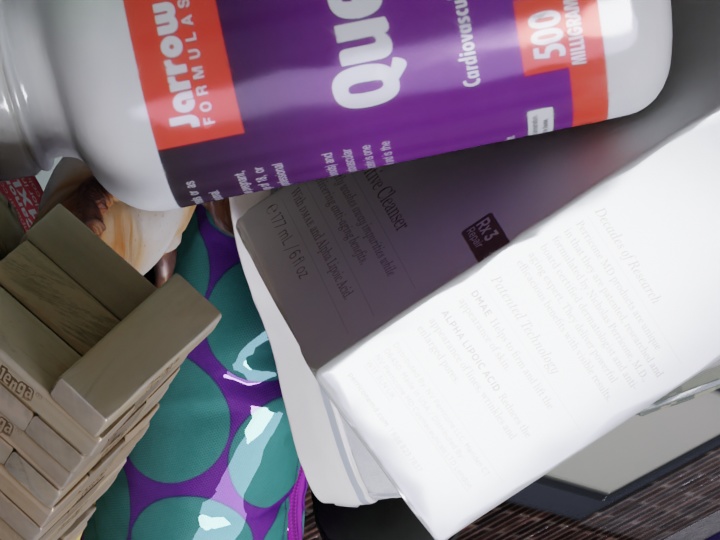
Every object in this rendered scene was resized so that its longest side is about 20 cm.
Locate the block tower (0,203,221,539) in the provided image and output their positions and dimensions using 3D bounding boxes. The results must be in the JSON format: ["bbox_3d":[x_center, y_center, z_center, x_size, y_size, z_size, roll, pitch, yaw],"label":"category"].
[{"bbox_3d":[-0.107,0.061,0.802,0.054,0.058,0.200,-46,175,-41],"label":"block tower"}]

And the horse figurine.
[{"bbox_3d":[-0.078,-0.005,0.895,0.050,0.200,0.133,16,125,9],"label":"horse figurine"}]

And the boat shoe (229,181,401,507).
[{"bbox_3d":[0.000,0.000,0.943,0.068,0.072,0.201,-7,122,9],"label":"boat shoe"}]

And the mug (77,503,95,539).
[{"bbox_3d":[-0.195,0.117,1.114,0.187,0.149,0.153,-52,-174,-26],"label":"mug"}]

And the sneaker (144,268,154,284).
[{"bbox_3d":[-0.139,0.044,1.118,0.201,0.067,0.108,-14,155,-28],"label":"sneaker"}]

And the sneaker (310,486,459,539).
[{"bbox_3d":[0.026,0.020,1.101,0.074,0.201,0.089,13,155,10],"label":"sneaker"}]

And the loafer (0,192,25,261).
[{"bbox_3d":[-0.190,-0.029,0.765,0.199,0.069,0.076,22,171,-3],"label":"loafer"}]

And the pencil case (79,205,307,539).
[{"bbox_3d":[-0.040,0.038,1.056,0.085,0.092,0.201,-66,175,-68],"label":"pencil case"}]

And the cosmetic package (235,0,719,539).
[{"bbox_3d":[0.073,-0.022,0.853,0.200,0.113,0.081,-36,120,2],"label":"cosmetic package"}]

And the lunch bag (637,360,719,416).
[{"bbox_3d":[0.123,-0.060,1.008,0.199,0.168,0.140,-23,121,-4],"label":"lunch bag"}]

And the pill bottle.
[{"bbox_3d":[-0.018,-0.082,0.788,0.199,0.113,0.113,-12,159,1],"label":"pill bottle"}]

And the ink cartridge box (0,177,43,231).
[{"bbox_3d":[-0.187,0.031,0.922,0.145,0.083,0.200,-24,180,13],"label":"ink cartridge box"}]
